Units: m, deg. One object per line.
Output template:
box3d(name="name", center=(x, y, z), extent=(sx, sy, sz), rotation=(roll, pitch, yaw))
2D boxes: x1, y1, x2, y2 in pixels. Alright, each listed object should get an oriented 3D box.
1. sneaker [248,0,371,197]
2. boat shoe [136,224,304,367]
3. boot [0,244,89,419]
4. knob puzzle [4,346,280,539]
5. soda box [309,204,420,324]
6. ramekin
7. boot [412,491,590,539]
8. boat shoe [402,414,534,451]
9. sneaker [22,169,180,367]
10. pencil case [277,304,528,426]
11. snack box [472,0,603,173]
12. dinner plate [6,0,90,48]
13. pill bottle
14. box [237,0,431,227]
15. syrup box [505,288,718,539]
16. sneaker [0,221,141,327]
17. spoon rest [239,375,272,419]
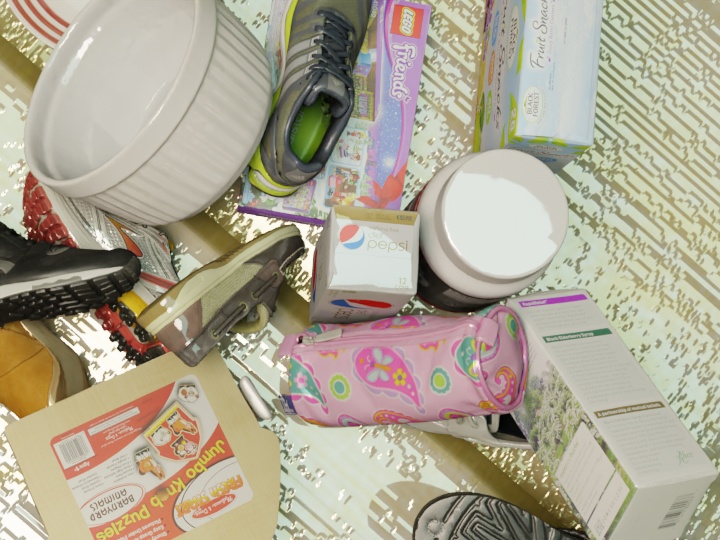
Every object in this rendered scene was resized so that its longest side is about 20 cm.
box3d(name="sneaker", center=(-0.028, -0.155, 1.169), extent=(0.073, 0.081, 0.202), rotation=(17, 85, -27))
box3d(name="boat shoe", center=(-0.099, 0.021, 1.157), extent=(0.072, 0.201, 0.066), rotation=(-31, 92, 32))
box3d(name="boot", center=(-0.298, 0.080, 1.173), extent=(0.143, 0.071, 0.203), rotation=(-10, 88, 12))
box3d(name="knob puzzle", center=(-0.150, 0.175, 1.123), extent=(0.218, 0.030, 0.221), rotation=(5, 72, -15))
box3d(name="soda box", center=(0.000, 0.000, 1.148), extent=(0.068, 0.200, 0.064), rotation=(4, 81, -5))
box3d(name="ramekin", center=(-0.160, -0.131, 1.150), extent=(0.105, 0.200, 0.201), rotation=(34, 79, -40))
box3d(name="boot", center=(0.125, 0.228, 1.156), extent=(0.210, 0.158, 0.080), rotation=(23, 85, -10))
box3d(name="boat shoe", center=(0.103, 0.112, 1.212), extent=(0.199, 0.066, 0.072), rotation=(17, 88, -2))
box3d(name="sneaker", center=(-0.202, -0.010, 1.202), extent=(0.200, 0.078, 0.082), rotation=(48, 55, 4))
box3d(name="pencil case", center=(0.032, 0.075, 1.145), extent=(0.199, 0.087, 0.088), rotation=(-6, 82, 36))
box3d(name="snack box", center=(0.140, -0.166, 1.184), extent=(0.067, 0.200, 0.170), rotation=(6, 82, -6))
box3d(name="dinner plate", center=(-0.210, -0.272, 1.247), extent=(0.198, 0.024, 0.202), rotation=(1, 83, -6))
box3d(name="pill bottle", center=(0.093, -0.031, 1.163), extent=(0.113, 0.200, 0.115), rotation=(1, 83, -6))
box3d(name="box", center=(-0.022, -0.137, 1.244), extent=(0.136, 0.039, 0.202), rotation=(10, 82, -4))
box3d(name="syrup box", center=(0.178, 0.110, 1.129), extent=(0.081, 0.079, 0.201), rotation=(-5, 45, -27))
box3d(name="sneaker", center=(-0.267, -0.008, 1.109), extent=(0.198, 0.076, 0.088), rotation=(-11, 74, 1))
box3d(name="spoon rest", center=(-0.159, 0.155, 1.194), extent=(0.199, 0.061, 0.100), rotation=(-33, 86, 5))
